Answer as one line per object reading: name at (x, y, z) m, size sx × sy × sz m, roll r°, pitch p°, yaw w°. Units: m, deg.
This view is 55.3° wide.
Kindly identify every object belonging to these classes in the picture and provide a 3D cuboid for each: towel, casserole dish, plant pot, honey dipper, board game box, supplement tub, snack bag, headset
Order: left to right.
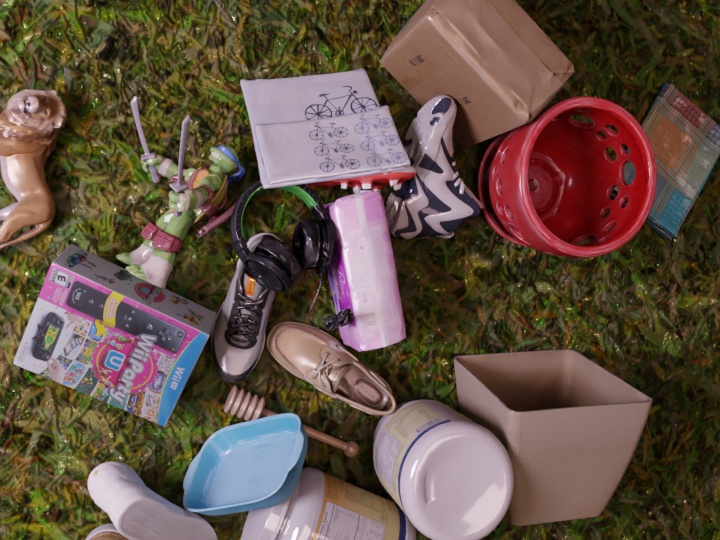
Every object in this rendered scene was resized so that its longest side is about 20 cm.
board game box at (-0.299, 0.083, 0.848) m, size 0.198 × 0.064 × 0.149 m, roll 26°, pitch 108°, yaw -12°
casserole dish at (-0.140, 0.248, 0.861) m, size 0.039 × 0.198 × 0.122 m, roll 50°, pitch 36°, yaw -31°
honey dipper at (-0.089, 0.211, 0.938) m, size 0.198 × 0.038 × 0.038 m, roll 25°, pitch 85°, yaw -15°
headset at (-0.075, -0.020, 0.834) m, size 0.123 × 0.094 × 0.202 m, roll -28°, pitch 94°, yaw -26°
snack bag at (-0.050, -0.193, 0.886) m, size 0.186 × 0.022 × 0.202 m, roll -9°, pitch 56°, yaw -11°
supplement tub at (-0.043, 0.346, 0.894) m, size 0.198 × 0.144 × 0.146 m, roll 26°, pitch 85°, yaw -12°
supplement tub at (0.097, 0.251, 0.897) m, size 0.143 × 0.200 × 0.147 m, roll 0°, pitch 91°, yaw -13°
plant pot at (0.249, 0.230, 0.944) m, size 0.197 × 0.200 × 0.180 m, roll -2°, pitch 102°, yaw -14°
plant pot at (0.267, -0.118, 0.940) m, size 0.197 × 0.182 × 0.204 m, roll 0°, pitch 90°, yaw -14°
towel at (0.483, -0.171, 1.074) m, size 0.146 × 0.022 × 0.201 m, roll 33°, pitch 83°, yaw -12°

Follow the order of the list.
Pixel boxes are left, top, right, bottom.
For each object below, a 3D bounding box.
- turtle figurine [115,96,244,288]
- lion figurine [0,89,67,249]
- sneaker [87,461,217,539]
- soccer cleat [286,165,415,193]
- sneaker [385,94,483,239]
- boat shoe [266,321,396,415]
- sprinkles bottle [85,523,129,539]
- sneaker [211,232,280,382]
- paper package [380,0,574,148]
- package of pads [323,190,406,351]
turtle figurine at (-0.248, -0.093, 0.843) m, size 0.143 × 0.200 × 0.196 m, roll 28°, pitch 88°, yaw 22°
lion figurine at (-0.415, -0.117, 0.845) m, size 0.121 × 0.072 × 0.203 m, roll -10°, pitch 107°, yaw -26°
sneaker at (-0.265, 0.311, 0.880) m, size 0.074 × 0.115 × 0.201 m, roll -47°, pitch 136°, yaw -20°
soccer cleat at (-0.025, -0.146, 0.904) m, size 0.197 × 0.069 × 0.087 m, roll 2°, pitch 89°, yaw 15°
sneaker at (0.121, -0.131, 0.945) m, size 0.128 × 0.080 × 0.202 m, roll 10°, pitch 107°, yaw -23°
boat shoe at (-0.037, 0.134, 0.932) m, size 0.199 × 0.065 × 0.073 m, roll 35°, pitch 83°, yaw -9°
sprinkles bottle at (-0.307, 0.366, 0.803) m, size 0.067 × 0.200 × 0.069 m, roll 0°, pitch 91°, yaw -13°
sneaker at (-0.149, 0.046, 0.895) m, size 0.073 × 0.079 × 0.203 m, roll 15°, pitch 87°, yaw -5°
paper package at (0.143, -0.273, 0.899) m, size 0.190 × 0.200 × 0.104 m, roll 43°, pitch 81°, yaw -10°
package of pads at (0.000, 0.000, 0.911) m, size 0.075 × 0.120 × 0.203 m, roll -11°, pitch 93°, yaw -13°
